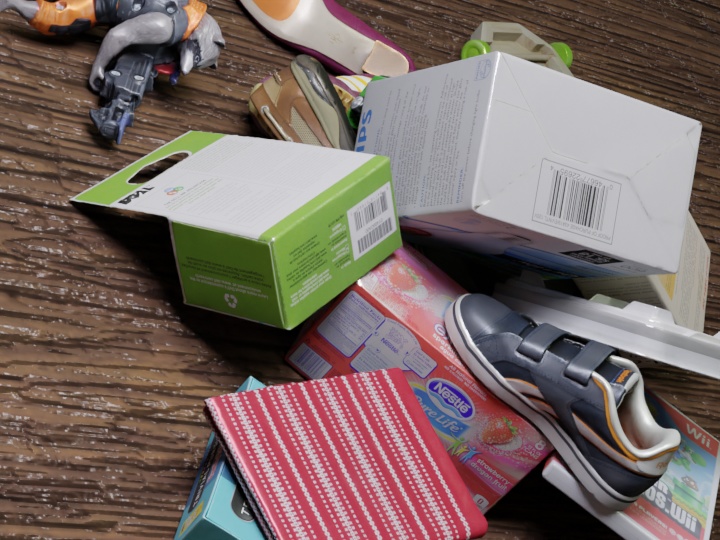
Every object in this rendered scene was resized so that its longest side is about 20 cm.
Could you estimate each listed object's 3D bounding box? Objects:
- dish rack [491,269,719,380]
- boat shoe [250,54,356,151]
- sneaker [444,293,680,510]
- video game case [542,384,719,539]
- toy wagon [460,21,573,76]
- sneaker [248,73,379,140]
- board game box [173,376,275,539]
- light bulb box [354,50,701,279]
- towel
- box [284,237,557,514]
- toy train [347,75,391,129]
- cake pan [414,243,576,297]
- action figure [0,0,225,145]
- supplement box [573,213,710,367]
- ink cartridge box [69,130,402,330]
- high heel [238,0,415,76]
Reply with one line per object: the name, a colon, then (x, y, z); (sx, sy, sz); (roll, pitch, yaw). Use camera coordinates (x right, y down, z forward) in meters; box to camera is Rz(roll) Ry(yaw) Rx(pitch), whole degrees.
dish rack: (0.210, 0.045, 1.512); (0.171, 0.044, 0.200); (18, 0, -42)
boat shoe: (-0.026, -0.078, 1.582); (0.200, 0.074, 0.076); (63, 6, -2)
sneaker: (0.154, 0.079, 1.404); (0.200, 0.079, 0.078); (45, 34, 4)
video game case: (0.219, 0.149, 1.493); (0.143, 0.017, 0.200); (37, 28, -3)
toy wagon: (0.188, -0.173, 1.936); (0.155, 0.040, 0.200); (-6, 57, -48)
sneaker: (-0.016, -0.138, 1.671); (0.200, 0.075, 0.090); (10, 17, -28)
board game box: (-0.022, 0.184, 1.313); (0.200, 0.047, 0.151); (34, 34, -12)
light bulb box: (0.122, -0.075, 1.479); (0.198, 0.200, 0.125); (16, 81, -27)
towel: (-0.008, 0.139, 1.316); (0.200, 0.022, 0.145); (-5, 57, -46)
box: (0.057, 0.077, 1.464); (0.200, 0.103, 0.095); (39, 34, -4)
toy train: (0.063, -0.092, 1.651); (0.200, 0.056, 0.042); (45, -13, -32)
cake pan: (0.125, -0.038, 1.640); (0.200, 0.037, 0.201); (11, 74, -42)
action figure: (-0.199, -0.198, 1.513); (0.193, 0.105, 0.200); (18, 36, -17)
supplement box: (0.243, -0.019, 1.686); (0.200, 0.073, 0.126); (53, 40, -44)
ink cartridge box: (-0.092, -0.037, 1.423); (0.200, 0.076, 0.148); (11, 33, 36)
high heel: (-0.035, -0.226, 1.766); (0.200, 0.067, 0.096); (28, -1, 3)
